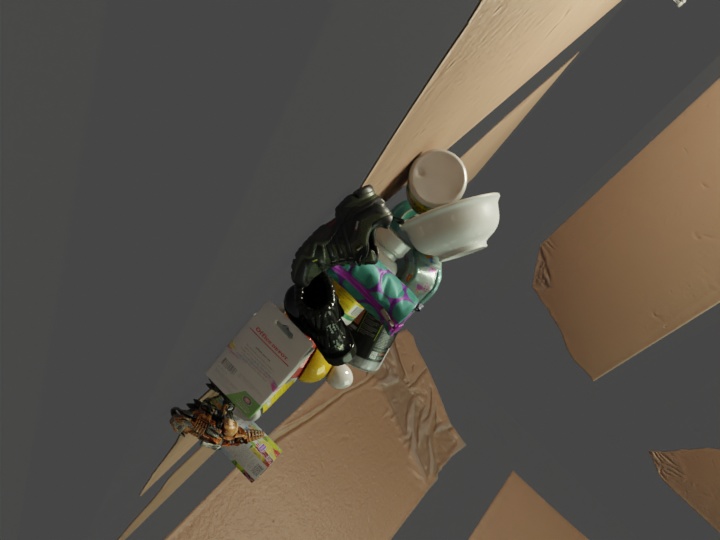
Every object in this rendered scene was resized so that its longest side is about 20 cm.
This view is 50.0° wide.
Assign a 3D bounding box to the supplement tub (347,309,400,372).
[{"bbox_3d":[0.029,0.116,1.730,0.200,0.122,0.123,-62,172,12],"label":"supplement tub"}]

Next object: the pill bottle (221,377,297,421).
[{"bbox_3d":[-0.211,0.236,1.734,0.200,0.111,0.111,-43,174,-37],"label":"pill bottle"}]

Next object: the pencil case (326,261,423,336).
[{"bbox_3d":[0.012,0.022,1.368,0.085,0.200,0.092,-44,-173,28],"label":"pencil case"}]

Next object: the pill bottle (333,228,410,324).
[{"bbox_3d":[0.000,0.000,1.511,0.200,0.113,0.113,-47,175,8],"label":"pill bottle"}]

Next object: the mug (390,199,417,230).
[{"bbox_3d":[0.122,-0.071,1.740,0.114,0.152,0.186,96,9,-79],"label":"mug"}]

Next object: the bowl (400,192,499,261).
[{"bbox_3d":[0.184,-0.073,1.475,0.201,0.091,0.201,-18,175,-2],"label":"bowl"}]

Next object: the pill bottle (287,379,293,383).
[{"bbox_3d":[-0.132,0.146,1.660,0.200,0.113,0.113,-41,173,-49],"label":"pill bottle"}]

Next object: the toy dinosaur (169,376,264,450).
[{"bbox_3d":[-0.270,0.287,1.440,0.102,0.136,0.200,-32,134,6],"label":"toy dinosaur"}]

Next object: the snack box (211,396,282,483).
[{"bbox_3d":[-0.283,0.383,1.788,0.068,0.200,0.169,-46,176,-1],"label":"snack box"}]

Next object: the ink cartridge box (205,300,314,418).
[{"bbox_3d":[-0.164,0.145,1.340,0.200,0.117,0.067,-48,174,24],"label":"ink cartridge box"}]

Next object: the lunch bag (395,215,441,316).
[{"bbox_3d":[0.097,-0.005,1.597,0.160,0.077,0.200,-50,-156,37],"label":"lunch bag"}]

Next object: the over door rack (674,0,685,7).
[{"bbox_3d":[1.064,-0.980,2.554,0.200,0.148,0.067,-43,180,-26],"label":"over door rack"}]

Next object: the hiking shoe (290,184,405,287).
[{"bbox_3d":[-0.025,-0.032,1.180,0.200,0.101,0.076,-48,175,22],"label":"hiking shoe"}]

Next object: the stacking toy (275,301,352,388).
[{"bbox_3d":[-0.105,0.167,1.457,0.146,0.200,0.146,-57,-177,4],"label":"stacking toy"}]

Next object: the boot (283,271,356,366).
[{"bbox_3d":[-0.085,0.050,1.312,0.079,0.211,0.158,-36,136,-12],"label":"boot"}]

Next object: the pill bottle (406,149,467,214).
[{"bbox_3d":[0.146,-0.163,1.525,0.113,0.113,0.200,-46,176,-2],"label":"pill bottle"}]
